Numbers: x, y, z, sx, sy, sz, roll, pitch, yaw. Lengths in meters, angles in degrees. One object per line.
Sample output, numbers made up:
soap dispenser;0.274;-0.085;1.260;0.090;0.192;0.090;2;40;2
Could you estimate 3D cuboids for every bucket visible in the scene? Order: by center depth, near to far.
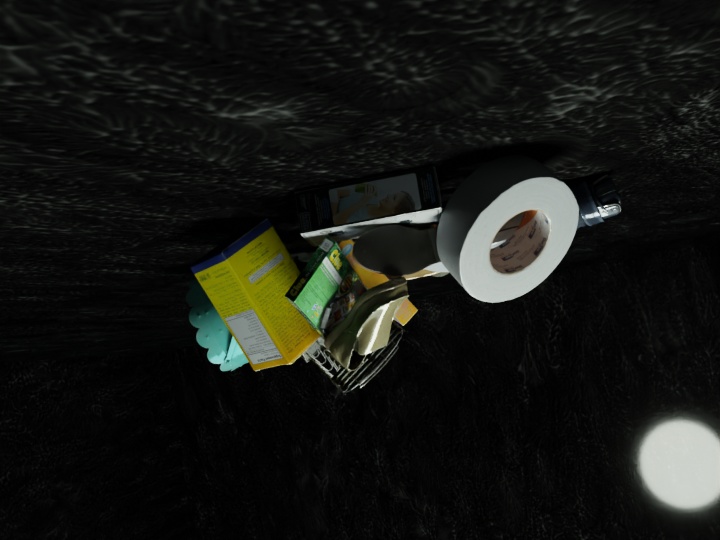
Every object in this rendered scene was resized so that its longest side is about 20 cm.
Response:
bucket;-0.236;0.081;1.500;0.133;0.210;0.207;-23;170;14

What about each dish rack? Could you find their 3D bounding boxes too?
dish rack;-0.016;0.115;1.236;0.199;0.154;0.055;36;170;49

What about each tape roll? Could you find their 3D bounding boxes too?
tape roll;0.206;-0.056;1.061;0.197;0.066;0.203;-17;131;-20

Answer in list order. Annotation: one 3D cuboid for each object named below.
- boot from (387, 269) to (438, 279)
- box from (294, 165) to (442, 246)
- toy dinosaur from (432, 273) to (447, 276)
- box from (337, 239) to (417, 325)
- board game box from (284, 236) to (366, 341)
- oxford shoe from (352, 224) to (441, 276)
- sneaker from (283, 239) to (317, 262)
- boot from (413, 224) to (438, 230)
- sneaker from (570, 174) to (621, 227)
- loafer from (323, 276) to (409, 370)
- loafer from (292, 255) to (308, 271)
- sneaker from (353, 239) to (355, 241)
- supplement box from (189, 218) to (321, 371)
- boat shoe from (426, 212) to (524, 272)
boot;0.137;-0.023;1.319;0.196;0.067;0.175;-13;172;2
box;0.015;-0.088;1.071;0.196;0.061;0.117;-10;173;6
toy dinosaur;0.163;-0.030;1.545;0.198;0.104;0.076;-15;170;34
box;0.000;0.000;1.244;0.042;0.200;0.119;-47;-162;-5
board game box;-0.044;0.038;1.130;0.023;0.105;0.200;31;167;26
oxford shoe;0.061;-0.027;1.090;0.197;0.073;0.071;-5;176;-37
sneaker;-0.080;-0.013;1.379;0.196;0.081;0.078;-2;-152;-10
boot;0.054;-0.066;1.270;0.142;0.074;0.199;-11;176;22
sneaker;0.344;-0.116;1.248;0.145;0.078;0.201;-24;158;29
loafer;0.018;0.080;1.104;0.075;0.068;0.200;-21;160;-39
loafer;-0.127;0.004;1.300;0.196;0.071;0.076;0;-145;-13
sneaker;0.034;-0.029;1.480;0.197;0.081;0.075;-7;172;-31
supplement box;-0.156;0.041;1.190;0.108;0.202;0.109;-16;-162;48
boat shoe;0.182;-0.054;1.193;0.197;0.071;0.071;-15;144;15
